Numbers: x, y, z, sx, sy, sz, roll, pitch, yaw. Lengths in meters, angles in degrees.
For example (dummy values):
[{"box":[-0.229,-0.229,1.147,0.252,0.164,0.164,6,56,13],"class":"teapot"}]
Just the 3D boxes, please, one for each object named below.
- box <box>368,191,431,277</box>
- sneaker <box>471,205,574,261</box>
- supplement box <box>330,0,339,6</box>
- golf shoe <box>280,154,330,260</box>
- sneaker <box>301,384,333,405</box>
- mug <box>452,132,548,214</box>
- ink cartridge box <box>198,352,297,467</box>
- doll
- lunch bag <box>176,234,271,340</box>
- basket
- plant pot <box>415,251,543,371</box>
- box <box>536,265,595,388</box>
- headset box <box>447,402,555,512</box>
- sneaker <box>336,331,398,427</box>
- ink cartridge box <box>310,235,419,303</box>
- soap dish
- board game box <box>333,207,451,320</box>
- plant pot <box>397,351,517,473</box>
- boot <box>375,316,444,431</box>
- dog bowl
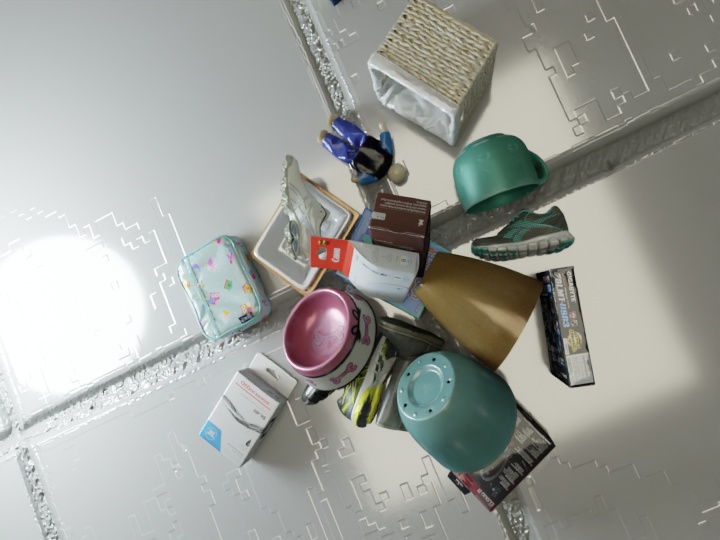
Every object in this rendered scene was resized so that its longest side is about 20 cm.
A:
[{"box":[0.075,-0.061,1.142,0.098,0.200,0.077,11,73,9],"class":"box"},{"box":[0.312,-0.074,1.223,0.195,0.078,0.093,-8,71,6],"class":"sneaker"},{"box":[-0.045,-0.702,1.262,0.198,0.134,0.202,-37,83,7],"class":"supplement box"},{"box":[-0.108,-0.125,1.219,0.095,0.078,0.205,-6,92,-8],"class":"golf shoe"},{"box":[-0.063,0.184,1.284,0.079,0.075,0.202,36,92,27],"class":"sneaker"},{"box":[0.260,-0.190,1.199,0.150,0.184,0.117,-23,81,33],"class":"mug"},{"box":[-0.233,0.287,1.303,0.115,0.067,0.202,33,94,10],"class":"ink cartridge box"},{"box":[0.011,-0.246,1.284,0.198,0.048,0.138,35,96,10],"class":"doll"},{"box":[-0.290,0.041,1.315,0.158,0.077,0.203,-26,84,8],"class":"lunch bag"},{"box":[0.139,-0.376,1.192,0.198,0.198,0.163,32,90,10],"class":"basket"},{"box":[0.208,0.054,1.165,0.198,0.186,0.189,30,94,7],"class":"plant pot"},{"box":[0.366,0.097,1.133,0.049,0.200,0.203,-7,86,8],"class":"box"},{"box":[0.252,0.348,1.210,0.149,0.075,0.200,43,96,9],"class":"headset box"},{"box":[0.009,0.207,1.258,0.083,0.074,0.203,15,77,37],"class":"sneaker"},{"box":[0.000,0.000,1.158,0.195,0.161,0.048,9,69,-2],"class":"ink cartridge box"},{"box":[-0.112,-0.072,1.285,0.156,0.081,0.202,33,95,10],"class":"soap dish"},{"box":[0.065,-0.014,1.269,0.197,0.045,0.154,28,93,10],"class":"board game box"},{"box":[0.160,0.242,1.136,0.198,0.161,0.204,-26,44,28],"class":"plant pot"},{"box":[0.071,0.206,1.218,0.180,0.072,0.203,24,95,-32],"class":"boot"},{"box":[-0.068,0.125,1.215,0.197,0.074,0.204,-18,56,28],"class":"dog bowl"}]
